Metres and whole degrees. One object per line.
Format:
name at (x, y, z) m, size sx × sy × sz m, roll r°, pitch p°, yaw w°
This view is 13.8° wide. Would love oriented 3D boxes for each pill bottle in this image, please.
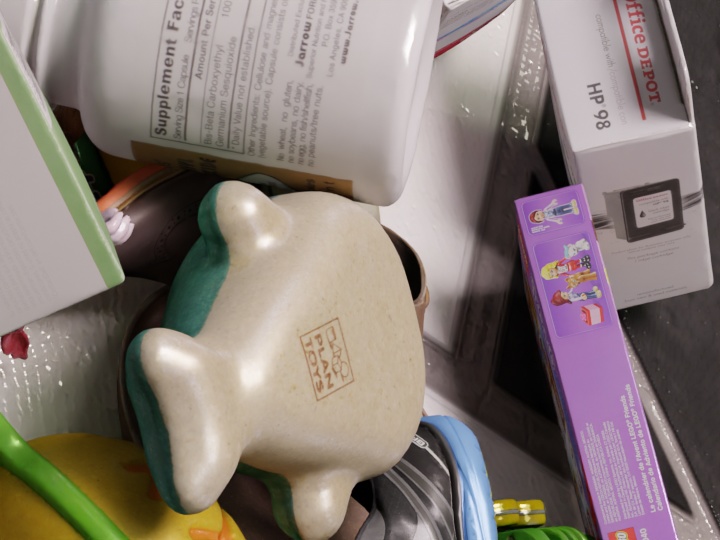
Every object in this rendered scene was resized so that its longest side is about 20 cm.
pill bottle at (-0.070, -0.101, 1.317) m, size 0.199 × 0.115 × 0.115 m, roll 11°, pitch 50°, yaw 4°

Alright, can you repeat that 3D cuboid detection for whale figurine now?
whale figurine at (-0.052, 0.042, 1.263) m, size 0.200 × 0.103 × 0.160 m, roll -31°, pitch 109°, yaw -59°

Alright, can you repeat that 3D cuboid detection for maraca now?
maraca at (-0.117, 0.117, 1.257) m, size 0.107 × 0.137 × 0.200 m, roll -42°, pitch 81°, yaw -18°

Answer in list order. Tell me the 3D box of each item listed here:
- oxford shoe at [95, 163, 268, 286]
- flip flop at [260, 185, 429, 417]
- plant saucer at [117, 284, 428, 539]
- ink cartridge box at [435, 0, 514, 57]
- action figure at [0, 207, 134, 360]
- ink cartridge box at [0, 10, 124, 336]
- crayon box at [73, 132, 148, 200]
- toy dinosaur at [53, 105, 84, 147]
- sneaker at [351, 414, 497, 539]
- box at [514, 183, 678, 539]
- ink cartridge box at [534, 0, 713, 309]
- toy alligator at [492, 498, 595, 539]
oxford shoe at (-0.058, -0.015, 1.397) m, size 0.200 × 0.071 × 0.073 m, roll -9°, pitch 61°, yaw -51°
flip flop at (0.000, 0.000, 1.381) m, size 0.081 × 0.057 × 0.201 m, roll -3°, pitch 85°, yaw -48°
plant saucer at (-0.037, 0.092, 1.397) m, size 0.200 × 0.034 × 0.201 m, roll 28°, pitch 38°, yaw -25°
ink cartridge box at (0.025, -0.193, 1.526) m, size 0.085 × 0.200 × 0.148 m, roll -30°, pitch 89°, yaw -12°
action figure at (-0.200, -0.015, 1.278) m, size 0.149 × 0.134 × 0.200 m, roll -48°, pitch 132°, yaw -15°
ink cartridge box at (-0.212, -0.015, 1.195) m, size 0.048 × 0.199 × 0.146 m, roll -116°, pitch -178°, yaw -50°
crayon box at (-0.079, -0.096, 1.481) m, size 0.200 × 0.052 × 0.126 m, roll -13°, pitch 76°, yaw -46°
toy dinosaur at (-0.102, -0.130, 1.402) m, size 0.106 × 0.200 × 0.060 m, roll 48°, pitch 4°, yaw -8°
sneaker at (0.025, 0.157, 1.303) m, size 0.082 × 0.071 × 0.200 m, roll -7°, pitch 57°, yaw -5°
box at (0.121, 0.073, 1.516) m, size 0.137 × 0.039 × 0.201 m, roll 75°, pitch 2°, yaw -70°
ink cartridge box at (0.138, -0.082, 1.574) m, size 0.200 × 0.066 × 0.116 m, roll 73°, pitch 5°, yaw -56°
toy alligator at (0.091, 0.141, 1.438) m, size 0.200 × 0.054 × 0.060 m, roll 13°, pitch 69°, yaw -68°
